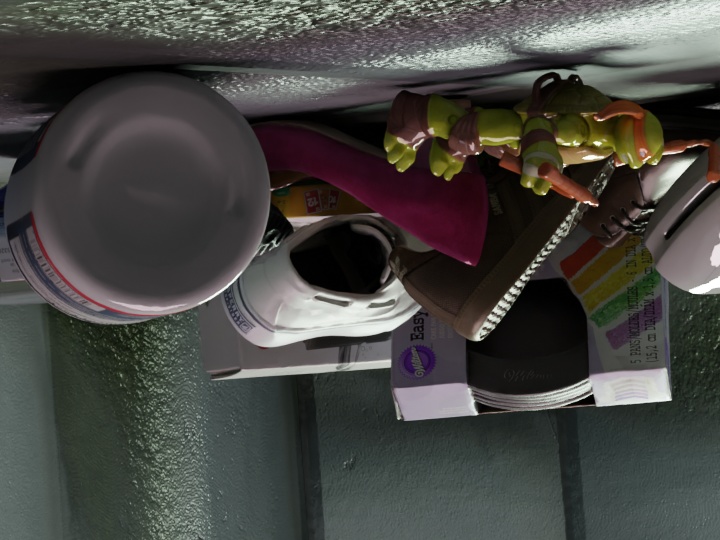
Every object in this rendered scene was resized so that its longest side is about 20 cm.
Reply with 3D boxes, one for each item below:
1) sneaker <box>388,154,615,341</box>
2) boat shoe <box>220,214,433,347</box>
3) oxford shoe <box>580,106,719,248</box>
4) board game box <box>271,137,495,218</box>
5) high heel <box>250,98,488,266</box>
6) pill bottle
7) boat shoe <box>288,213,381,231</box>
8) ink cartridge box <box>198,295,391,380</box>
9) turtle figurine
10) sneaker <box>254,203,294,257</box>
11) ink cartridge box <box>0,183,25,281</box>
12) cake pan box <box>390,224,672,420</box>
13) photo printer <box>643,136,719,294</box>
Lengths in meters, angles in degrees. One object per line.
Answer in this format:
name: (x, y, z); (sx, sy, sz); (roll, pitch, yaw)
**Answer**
sneaker: (0.093, -0.046, 1.723); (0.200, 0.075, 0.071); (-49, 169, -37)
boat shoe: (0.000, 0.000, 1.728); (0.065, 0.074, 0.200); (-35, 173, 35)
oxford shoe: (0.181, -0.059, 1.822); (0.072, 0.085, 0.199); (4, 169, -42)
board game box: (0.009, -0.061, 1.806); (0.199, 0.030, 0.096); (-1, -162, -14)
high heel: (-0.014, -0.043, 1.692); (0.199, 0.097, 0.067); (-6, 177, 27)
pill bottle: (-0.122, -0.033, 1.482); (0.119, 0.120, 0.200); (-4, 178, -14)
boat shoe: (-0.056, -0.027, 1.876); (0.201, 0.087, 0.075); (-2, -160, -8)
ink cartridge box: (-0.009, -0.004, 2.003); (0.199, 0.148, 0.083); (-4, 177, -20)
turtle figurine: (0.096, -0.074, 1.546); (0.160, 0.065, 0.200); (3, -170, 31)
sneaker: (-0.114, -0.043, 1.682); (0.070, 0.082, 0.200); (-48, 150, 14)
ink cartridge box: (-0.186, -0.033, 1.750); (0.094, 0.037, 0.200); (-5, -164, 15)
cake pan box: (0.111, 0.005, 1.896); (0.183, 0.201, 0.052); (-4, 148, 11)
photo printer: (0.278, -0.051, 1.740); (0.199, 0.070, 0.166); (-3, 150, -40)
